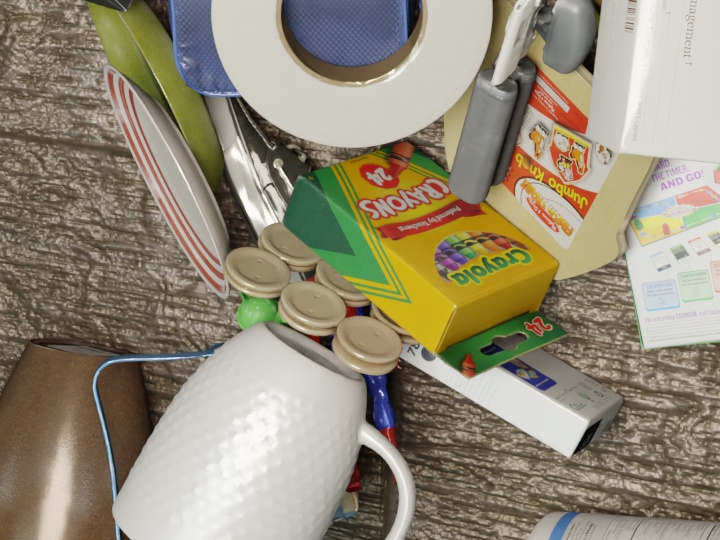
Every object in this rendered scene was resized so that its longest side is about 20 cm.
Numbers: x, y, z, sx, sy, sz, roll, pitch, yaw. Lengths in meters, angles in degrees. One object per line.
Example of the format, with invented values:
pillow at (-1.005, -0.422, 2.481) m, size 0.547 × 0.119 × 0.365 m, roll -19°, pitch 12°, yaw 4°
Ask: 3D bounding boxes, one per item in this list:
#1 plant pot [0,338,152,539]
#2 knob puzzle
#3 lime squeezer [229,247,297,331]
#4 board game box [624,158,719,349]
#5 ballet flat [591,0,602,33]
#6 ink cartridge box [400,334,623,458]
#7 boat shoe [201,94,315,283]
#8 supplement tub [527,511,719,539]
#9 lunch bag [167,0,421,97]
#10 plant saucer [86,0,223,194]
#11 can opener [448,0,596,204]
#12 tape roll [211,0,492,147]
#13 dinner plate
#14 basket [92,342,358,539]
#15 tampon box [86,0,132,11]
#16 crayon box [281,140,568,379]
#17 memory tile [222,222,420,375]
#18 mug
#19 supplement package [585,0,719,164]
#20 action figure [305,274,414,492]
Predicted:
plant pot at (-0.245, 0.163, 1.818) m, size 0.186 × 0.187 × 0.201 m, roll 10°, pitch 93°, yaw 23°
knob puzzle at (0.134, -0.081, 1.618) m, size 0.219 × 0.030 × 0.220 m, roll 27°, pitch 128°, yaw 40°
lime squeezer at (-0.082, 0.030, 1.711) m, size 0.038 × 0.200 × 0.071 m, roll -37°, pitch 116°, yaw -3°
board game box at (0.262, -0.050, 1.578) m, size 0.153 × 0.040 × 0.201 m, roll -7°, pitch 100°, yaw 27°
ballet flat at (0.185, -0.191, 1.537) m, size 0.067 × 0.067 × 0.200 m, roll -42°, pitch 69°, yaw 17°
ink cartridge box at (0.097, 0.069, 1.655) m, size 0.200 × 0.099 × 0.039 m, roll 32°, pitch 108°, yaw 16°
boat shoe at (-0.069, -0.068, 1.725) m, size 0.064 × 0.071 × 0.201 m, roll -24°, pitch 90°, yaw -7°
supplement tub at (0.227, 0.250, 1.623) m, size 0.199 × 0.132 × 0.132 m, roll 2°, pitch 104°, yaw 25°
lunch bag at (-0.043, -0.213, 1.616) m, size 0.199 × 0.132 × 0.136 m, roll 0°, pitch 115°, yaw -1°
plant saucer at (-0.156, -0.142, 1.697) m, size 0.031 × 0.200 × 0.200 m, roll -27°, pitch 91°, yaw -11°
can opener at (0.116, -0.122, 1.547) m, size 0.067 × 0.053 × 0.200 m, roll 31°, pitch 137°, yaw 17°
tape roll at (-0.006, -0.186, 1.535) m, size 0.202 × 0.037 × 0.203 m, roll 0°, pitch 114°, yaw 0°
dinner plate at (-0.142, -0.071, 1.667) m, size 0.024 × 0.200 × 0.201 m, roll -29°, pitch 90°, yaw -11°
basket at (-0.105, 0.146, 1.739) m, size 0.199 × 0.139 × 0.177 m, roll -7°, pitch 101°, yaw -5°
tampon box at (-0.236, -0.302, 1.634) m, size 0.200 × 0.126 × 0.150 m, roll 23°, pitch 83°, yaw 48°
crayon box at (0.055, -0.011, 1.615) m, size 0.200 × 0.127 × 0.051 m, roll 40°, pitch 128°, yaw 25°
memory tile at (0.000, 0.000, 1.629) m, size 0.153 × 0.200 × 0.017 m, roll 31°, pitch 125°, yaw 14°
mug at (-0.055, 0.147, 1.589) m, size 0.200 × 0.148 × 0.176 m, roll 30°, pitch 97°, yaw 5°
supplement package at (0.267, -0.166, 1.432) m, size 0.199 × 0.147 × 0.192 m, roll 5°, pitch 99°, yaw -4°
action figure at (-0.005, 0.065, 1.668) m, size 0.065 × 0.052 × 0.201 m, roll -12°, pitch 79°, yaw -3°
